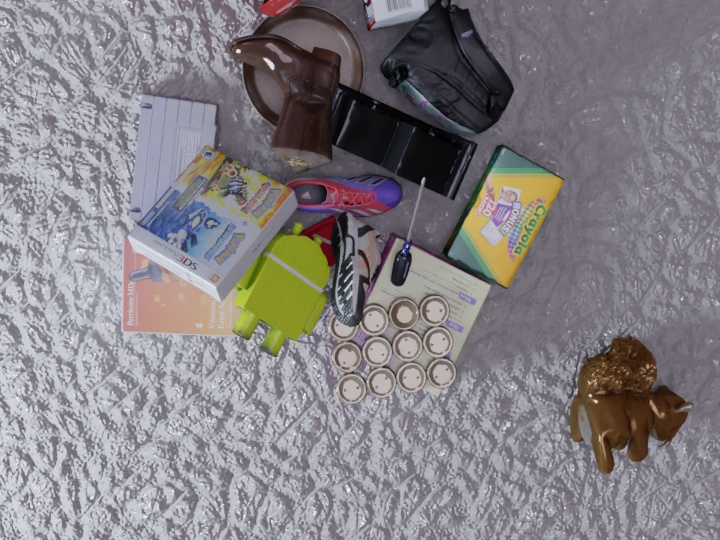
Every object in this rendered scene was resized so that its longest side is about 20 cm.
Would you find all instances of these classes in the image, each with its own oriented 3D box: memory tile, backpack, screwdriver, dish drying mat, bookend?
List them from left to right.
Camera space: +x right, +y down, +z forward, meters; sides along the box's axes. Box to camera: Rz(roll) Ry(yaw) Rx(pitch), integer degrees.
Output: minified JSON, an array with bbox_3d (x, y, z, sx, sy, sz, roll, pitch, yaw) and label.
[{"bbox_3d":[-0.105,-0.013,1.713,0.199,0.018,0.078,-31,115,-33],"label":"dish drying mat"},{"bbox_3d":[0.048,-0.201,1.646,0.197,0.199,0.093,22,98,-17],"label":"bookend"},{"bbox_3d":[0.051,0.123,1.699,0.196,0.017,0.156,-9,97,-2],"label":"memory tile"},{"bbox_3d":[0.079,-0.057,1.627,0.029,0.028,0.202,10,128,-11],"label":"screwdriver"},{"bbox_3d":[0.147,-0.306,1.692,0.200,0.127,0.167,41,94,-5],"label":"backpack"}]

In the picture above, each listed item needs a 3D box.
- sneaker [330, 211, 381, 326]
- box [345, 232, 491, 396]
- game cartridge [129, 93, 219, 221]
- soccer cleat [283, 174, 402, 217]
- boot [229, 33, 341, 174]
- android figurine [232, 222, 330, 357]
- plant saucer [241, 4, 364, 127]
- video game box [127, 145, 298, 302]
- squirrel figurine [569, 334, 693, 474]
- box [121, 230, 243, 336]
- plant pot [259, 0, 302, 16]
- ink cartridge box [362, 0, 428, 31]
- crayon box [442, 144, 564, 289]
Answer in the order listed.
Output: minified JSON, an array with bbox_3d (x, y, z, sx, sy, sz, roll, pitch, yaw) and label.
[{"bbox_3d":[0.000,0.000,1.689,0.079,0.074,0.203,20,52,-26],"label":"sneaker"},{"bbox_3d":[0.088,0.070,1.752,0.174,0.097,0.203,25,94,-6],"label":"box"},{"bbox_3d":[-0.298,-0.174,1.728,0.127,0.038,0.204,7,97,-9],"label":"game cartridge"},{"bbox_3d":[-0.029,-0.120,1.731,0.196,0.073,0.070,1,97,-4],"label":"soccer cleat"},{"bbox_3d":[-0.123,-0.252,1.639,0.183,0.064,0.204,8,70,-1],"label":"boot"},{"bbox_3d":[-0.121,0.026,1.669,0.181,0.041,0.203,33,77,-37],"label":"android figurine"},{"bbox_3d":[-0.091,-0.321,1.723,0.196,0.032,0.204,-1,98,-4],"label":"plant saucer"},{"bbox_3d":[-0.222,-0.075,1.627,0.180,0.047,0.201,28,66,21],"label":"video game box"},{"bbox_3d":[0.452,0.214,1.777,0.183,0.142,0.204,-8,100,-9],"label":"squirrel figurine"},{"bbox_3d":[-0.275,0.019,1.716,0.196,0.106,0.156,2,97,-4],"label":"box"},{"bbox_3d":[-0.123,-0.498,1.620,0.199,0.201,0.184,-35,106,1],"label":"plant pot"},{"bbox_3d":[0.038,-0.465,1.628,0.082,0.200,0.179,-12,98,-1],"label":"ink cartridge box"},{"bbox_3d":[0.233,-0.088,1.759,0.117,0.058,0.203,27,95,-6],"label":"crayon box"}]
